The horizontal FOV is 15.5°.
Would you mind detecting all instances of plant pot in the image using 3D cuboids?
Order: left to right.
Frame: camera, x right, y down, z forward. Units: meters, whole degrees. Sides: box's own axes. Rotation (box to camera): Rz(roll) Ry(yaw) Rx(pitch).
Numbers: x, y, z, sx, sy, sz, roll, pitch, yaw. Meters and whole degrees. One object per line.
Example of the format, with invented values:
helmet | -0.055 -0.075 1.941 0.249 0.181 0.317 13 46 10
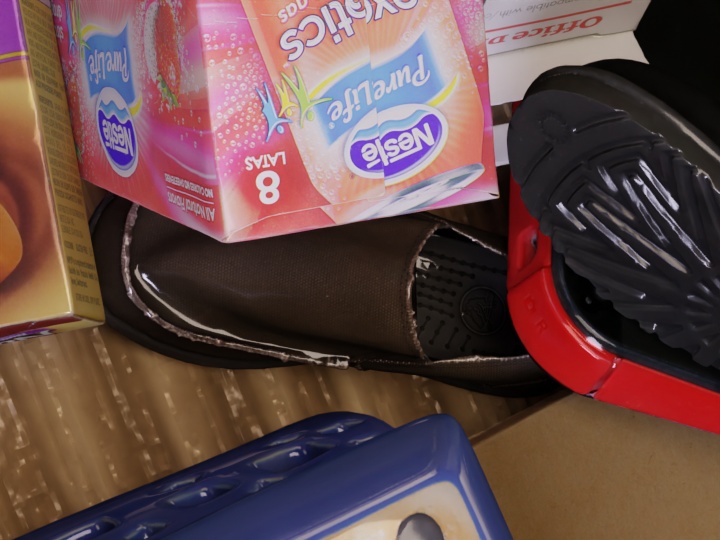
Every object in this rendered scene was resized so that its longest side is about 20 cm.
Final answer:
plant pot | -0.028 0.162 0.863 0.199 0.180 0.201 -23 90 -20

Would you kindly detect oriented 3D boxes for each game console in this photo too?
game console | 0.137 -0.026 0.989 0.176 0.031 0.201 19 53 -21

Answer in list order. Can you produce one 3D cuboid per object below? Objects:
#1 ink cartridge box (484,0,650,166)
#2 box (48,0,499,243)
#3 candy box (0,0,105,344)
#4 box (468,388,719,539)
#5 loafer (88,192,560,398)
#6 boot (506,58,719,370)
ink cartridge box | 0.037 -0.140 0.949 0.116 0.068 0.201 -13 65 -20
box | -0.038 -0.076 0.873 0.094 0.200 0.103 -10 103 -19
candy box | -0.163 -0.070 0.893 0.116 0.056 0.201 -11 84 6
box | 0.128 0.107 0.972 0.200 0.021 0.164 -25 91 -40
loafer | 0.000 0.000 0.951 0.199 0.071 0.073 7 80 -18
boot | 0.158 -0.037 0.936 0.211 0.079 0.158 38 51 -12
